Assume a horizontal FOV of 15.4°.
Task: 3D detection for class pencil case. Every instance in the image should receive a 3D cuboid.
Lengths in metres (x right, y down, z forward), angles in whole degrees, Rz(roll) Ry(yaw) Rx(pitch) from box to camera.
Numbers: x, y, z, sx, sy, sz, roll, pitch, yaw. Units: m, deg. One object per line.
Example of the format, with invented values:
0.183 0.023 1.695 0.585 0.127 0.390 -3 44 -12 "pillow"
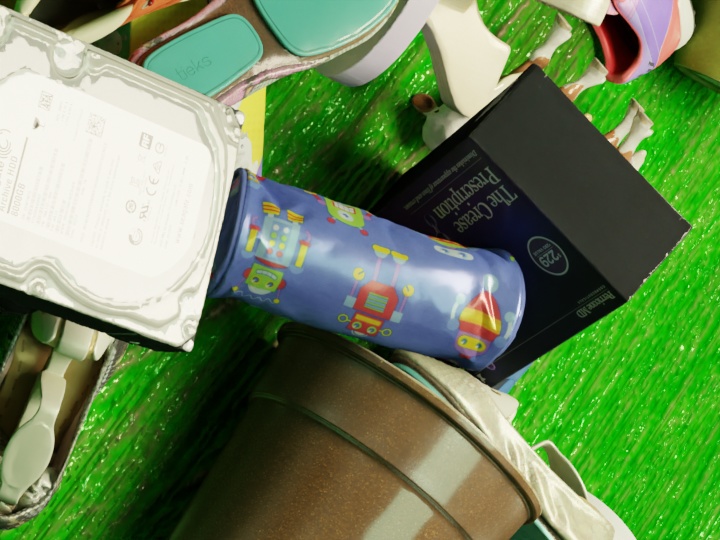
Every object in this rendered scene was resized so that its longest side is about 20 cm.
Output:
0.000 0.000 1.583 0.200 0.087 0.078 16 117 -20 "pencil case"

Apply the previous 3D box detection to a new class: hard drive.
-0.156 -0.049 1.390 0.200 0.038 0.140 23 74 -38 "hard drive"

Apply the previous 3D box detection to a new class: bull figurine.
0.121 -0.097 1.799 0.121 0.065 0.200 -41 142 8 "bull figurine"

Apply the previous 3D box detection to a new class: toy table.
0.061 -0.196 1.661 0.117 0.184 0.200 21 107 -33 "toy table"

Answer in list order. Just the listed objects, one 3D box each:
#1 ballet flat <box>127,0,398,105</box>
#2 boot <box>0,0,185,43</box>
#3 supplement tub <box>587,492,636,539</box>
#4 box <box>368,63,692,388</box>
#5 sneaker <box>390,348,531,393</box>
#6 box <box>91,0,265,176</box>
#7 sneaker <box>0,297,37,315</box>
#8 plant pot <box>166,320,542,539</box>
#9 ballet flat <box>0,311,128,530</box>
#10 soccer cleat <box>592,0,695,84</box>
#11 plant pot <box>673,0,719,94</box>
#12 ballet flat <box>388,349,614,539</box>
-0.065 -0.131 1.536 0.200 0.071 0.069 -33 91 -31 "ballet flat"
-0.112 -0.172 1.461 0.200 0.107 0.075 -28 106 -13 "boot"
0.091 0.247 1.796 0.200 0.144 0.145 -40 125 -34 "supplement tub"
0.094 -0.022 1.669 0.141 0.200 0.079 43 61 -4 "box"
0.096 0.043 1.816 0.200 0.066 0.079 -35 141 -28 "sneaker"
-0.108 -0.127 1.575 0.117 0.048 0.201 -7 102 -46 "box"
-0.203 -0.065 1.435 0.076 0.114 0.200 -24 114 -30 "sneaker"
-0.027 0.169 1.634 0.198 0.200 0.200 -53 132 -14 "plant pot"
-0.171 0.057 1.504 0.072 0.072 0.201 21 92 -47 "ballet flat"
0.175 -0.222 1.844 0.073 0.068 0.200 -44 130 -27 "soccer cleat"
0.312 -0.217 1.926 0.187 0.187 0.200 26 92 -47 "plant pot"
0.091 0.119 1.733 0.200 0.067 0.062 52 57 -9 "ballet flat"
